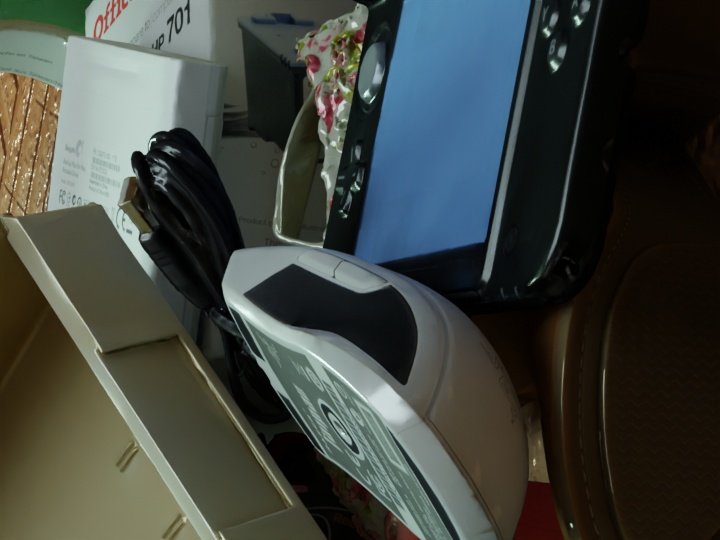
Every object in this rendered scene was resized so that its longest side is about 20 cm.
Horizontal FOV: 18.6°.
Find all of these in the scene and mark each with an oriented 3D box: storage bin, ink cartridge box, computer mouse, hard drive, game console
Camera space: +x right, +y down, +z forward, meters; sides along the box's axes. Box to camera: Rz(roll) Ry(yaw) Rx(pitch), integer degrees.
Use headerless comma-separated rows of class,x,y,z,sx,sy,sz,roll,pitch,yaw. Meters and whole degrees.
storage bin,-0.107,0.116,0.712,0.200,0.093,0.199,54,130,23
ink cartridge box,-0.049,-0.037,0.870,0.146,0.085,0.201,143,127,-58
computer mouse,-0.002,0.023,0.605,0.200,0.044,0.110,32,154,59
hard drive,-0.093,0.017,0.820,0.132,0.026,0.202,-159,74,-64
game console,-0.007,-0.083,0.608,0.200,0.116,0.177,170,112,-72

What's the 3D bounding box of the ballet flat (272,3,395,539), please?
ballet flat,0.000,0.000,0.758,0.076,0.063,0.201,49,-138,-61

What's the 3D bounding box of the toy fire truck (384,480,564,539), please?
toy fire truck,0.016,0.171,0.705,0.200,0.048,0.142,123,146,-45

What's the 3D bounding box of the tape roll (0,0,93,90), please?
tape roll,-0.144,-0.029,0.939,0.048,0.199,0.202,143,130,-58

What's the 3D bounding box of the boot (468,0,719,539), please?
boot,0.057,0.020,0.638,0.155,0.073,0.201,136,146,-54

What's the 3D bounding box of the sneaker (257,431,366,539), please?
sneaker,-0.037,0.106,0.836,0.200,0.080,0.087,-11,57,60
